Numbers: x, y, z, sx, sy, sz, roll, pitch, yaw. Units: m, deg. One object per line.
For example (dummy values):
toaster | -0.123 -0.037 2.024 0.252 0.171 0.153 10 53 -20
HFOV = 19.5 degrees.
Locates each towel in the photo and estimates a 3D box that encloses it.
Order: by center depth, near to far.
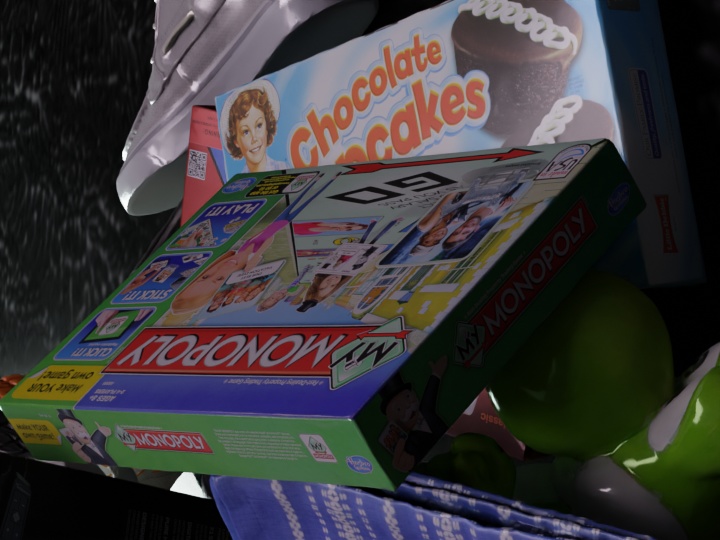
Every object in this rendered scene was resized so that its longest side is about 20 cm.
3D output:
towel | 0.045 0.129 0.653 0.199 0.024 0.146 11 127 36

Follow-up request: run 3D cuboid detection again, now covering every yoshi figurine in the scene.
yoshi figurine | 0.057 0.068 0.698 0.200 0.111 0.113 -49 35 42

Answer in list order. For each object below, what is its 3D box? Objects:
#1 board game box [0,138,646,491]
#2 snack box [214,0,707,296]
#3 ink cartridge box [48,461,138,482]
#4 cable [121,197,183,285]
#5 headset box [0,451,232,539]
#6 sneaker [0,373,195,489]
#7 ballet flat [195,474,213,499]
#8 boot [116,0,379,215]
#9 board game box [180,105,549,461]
board game box | -0.018 0.013 0.690 0.199 0.135 0.029 -2 126 51
snack box | 0.029 -0.033 0.764 0.199 0.037 0.117 -17 80 45
ink cartridge box | -0.134 0.163 0.911 0.117 0.067 0.201 66 -166 -57
cable | -0.076 0.004 0.931 0.097 0.050 0.200 -64 -2 36
headset box | -0.101 0.151 0.763 0.077 0.199 0.150 -4 73 47
sneaker | -0.136 0.096 1.021 0.076 0.199 0.093 27 124 40
ballet flat | -0.019 0.025 0.914 0.073 0.073 0.201 41 120 59
boot | -0.069 -0.113 0.990 0.200 0.073 0.096 -42 69 42
board game box | 0.000 0.000 0.837 0.199 0.019 0.104 15 104 41
